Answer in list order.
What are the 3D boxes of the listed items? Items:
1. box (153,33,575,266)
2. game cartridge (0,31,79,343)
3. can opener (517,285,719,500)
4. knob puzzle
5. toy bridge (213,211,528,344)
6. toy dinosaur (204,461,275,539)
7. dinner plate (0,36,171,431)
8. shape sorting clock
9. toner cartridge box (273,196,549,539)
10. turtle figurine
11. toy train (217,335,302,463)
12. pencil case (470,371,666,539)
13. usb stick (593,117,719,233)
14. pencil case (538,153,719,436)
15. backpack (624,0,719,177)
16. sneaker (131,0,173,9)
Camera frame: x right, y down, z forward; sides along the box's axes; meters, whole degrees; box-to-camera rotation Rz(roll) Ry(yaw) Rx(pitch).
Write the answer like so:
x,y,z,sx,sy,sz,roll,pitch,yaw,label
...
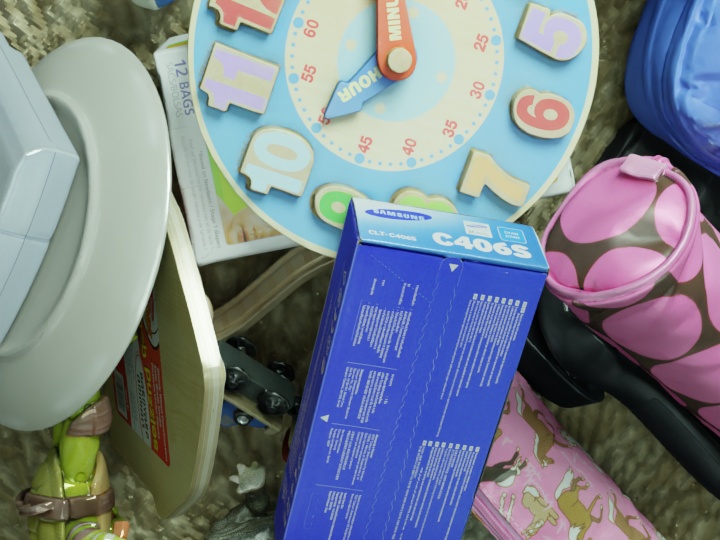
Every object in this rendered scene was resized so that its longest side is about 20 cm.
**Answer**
x,y,z,sx,sy,sz,roll,pitch,yaw,label
0.001,-0.084,0.747,0.198,0.101,0.114,-10,104,-1,box
-0.214,-0.008,0.722,0.041,0.133,0.201,11,121,-45,game cartridge
0.170,0.067,0.822,0.199,0.078,0.064,36,59,-14,can opener
-0.097,0.030,0.724,0.030,0.219,0.222,-8,104,-23,knob puzzle
0.000,0.000,0.785,0.198,0.027,0.067,-22,146,2,toy bridge
-0.037,0.163,0.819,0.198,0.103,0.078,-7,59,-14,toy dinosaur
-0.163,-0.022,0.712,0.024,0.200,0.202,14,104,-41,dinner plate
0.017,-0.100,0.671,0.197,0.039,0.202,-1,104,-3,shape sorting clock
0.020,0.067,0.710,0.094,0.043,0.202,8,120,-12,toner cartridge box
-0.149,0.112,0.746,0.064,0.200,0.163,-1,89,-10,turtle figurine
-0.020,0.098,0.803,0.199,0.034,0.046,36,126,-24,toy train
0.103,0.133,0.809,0.083,0.087,0.200,-41,99,-1,pencil case
0.221,-0.016,0.813,0.199,0.033,0.056,32,92,-10,usb stick
0.174,0.017,0.726,0.200,0.091,0.094,36,87,-43,pencil case
0.250,-0.111,0.727,0.198,0.168,0.164,23,94,-7,backpack
-0.046,-0.219,0.726,0.110,0.077,0.202,20,94,2,sneaker
